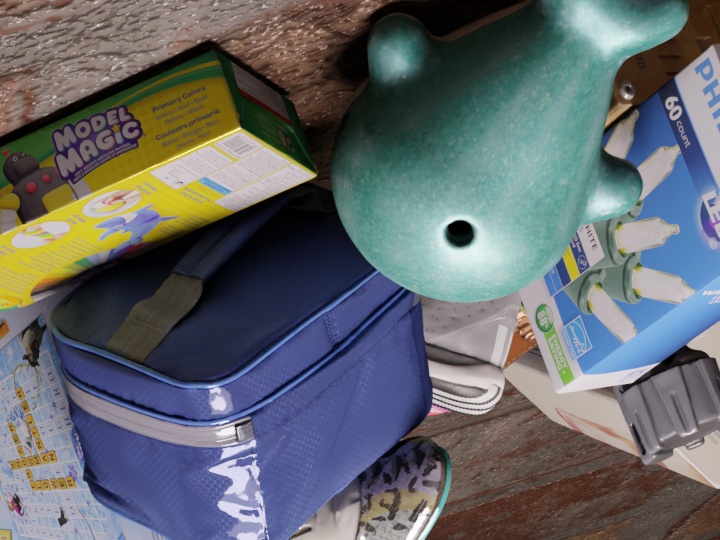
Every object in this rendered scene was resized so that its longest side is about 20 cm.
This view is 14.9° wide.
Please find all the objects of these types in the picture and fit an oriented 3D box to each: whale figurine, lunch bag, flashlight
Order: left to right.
[{"bbox_3d":[-0.053,0.034,1.417,0.200,0.136,0.132,-40,137,-37],"label":"lunch bag"},{"bbox_3d":[0.071,-0.068,1.319,0.200,0.159,0.104,-48,-163,27],"label":"whale figurine"},{"bbox_3d":[0.154,0.001,1.538,0.068,0.200,0.068,-20,163,-5],"label":"flashlight"}]

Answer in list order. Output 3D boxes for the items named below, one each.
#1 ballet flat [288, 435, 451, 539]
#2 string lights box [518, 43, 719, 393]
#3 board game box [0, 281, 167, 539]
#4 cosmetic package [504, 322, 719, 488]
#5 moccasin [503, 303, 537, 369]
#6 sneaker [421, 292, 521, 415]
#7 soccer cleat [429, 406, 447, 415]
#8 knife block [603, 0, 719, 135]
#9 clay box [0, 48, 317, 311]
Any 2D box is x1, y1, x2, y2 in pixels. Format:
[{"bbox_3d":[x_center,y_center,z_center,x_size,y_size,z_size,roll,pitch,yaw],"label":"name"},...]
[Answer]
[{"bbox_3d":[-0.024,0.153,1.472,0.072,0.072,0.200,-7,148,-38],"label":"ballet flat"},{"bbox_3d":[0.159,-0.025,1.398,0.059,0.103,0.200,-7,158,-35],"label":"string lights box"},{"bbox_3d":[-0.201,0.101,1.447,0.199,0.200,0.041,-8,161,-33],"label":"board game box"},{"bbox_3d":[0.176,0.055,1.730,0.103,0.087,0.200,-50,-153,-9],"label":"cosmetic package"},{"bbox_3d":[0.134,0.006,1.663,0.201,0.078,0.074,-34,137,1],"label":"moccasin"},{"bbox_3d":[0.000,0.000,1.571,0.200,0.116,0.075,20,165,5],"label":"sneaker"},{"bbox_3d":[0.022,0.073,1.845,0.200,0.076,0.067,-20,164,0],"label":"soccer cleat"},{"bbox_3d":[0.103,-0.077,1.465,0.200,0.064,0.176,-6,160,-42],"label":"knife block"},{"bbox_3d":[-0.133,-0.037,1.343,0.200,0.048,0.115,-22,164,13],"label":"clay box"}]
